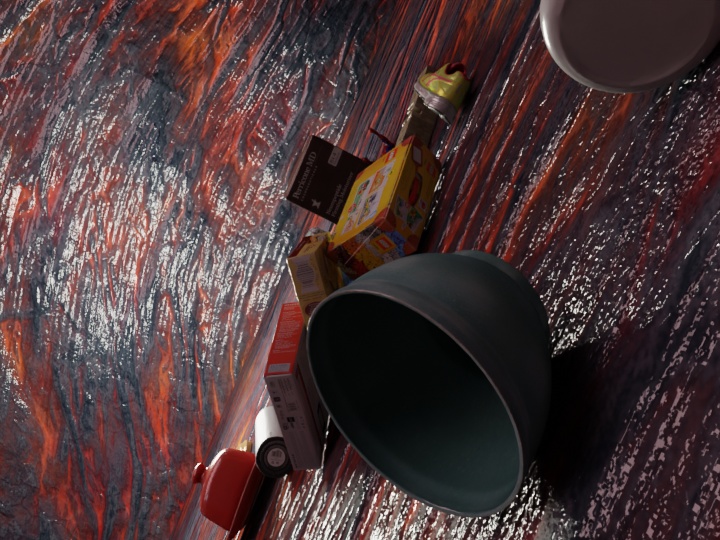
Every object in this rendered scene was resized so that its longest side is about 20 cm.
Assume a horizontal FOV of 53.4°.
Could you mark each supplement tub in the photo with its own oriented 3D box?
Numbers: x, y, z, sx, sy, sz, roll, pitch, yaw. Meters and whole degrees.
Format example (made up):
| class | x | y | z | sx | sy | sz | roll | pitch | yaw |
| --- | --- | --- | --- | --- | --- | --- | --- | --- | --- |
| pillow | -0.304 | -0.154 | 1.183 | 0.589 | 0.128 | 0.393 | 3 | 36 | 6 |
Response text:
| class | x | y | z | sx | sy | sz | roll | pitch | yaw |
| --- | --- | --- | --- | --- | --- | --- | --- | --- | --- |
| supplement tub | 0.220 | -0.259 | 0.578 | 0.141 | 0.137 | 0.204 | -52 | 18 | 52 |

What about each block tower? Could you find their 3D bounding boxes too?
| class | x | y | z | sx | sy | sz | roll | pitch | yaw |
| --- | --- | --- | --- | --- | --- | --- | --- | --- | --- |
| block tower | 0.118 | -0.299 | 1.401 | 0.058 | 0.053 | 0.205 | 139 | 152 | -67 |

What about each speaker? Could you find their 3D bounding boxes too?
| class | x | y | z | sx | sy | sz | roll | pitch | yaw |
| --- | --- | --- | --- | --- | --- | --- | --- | --- | --- |
| speaker | -0.173 | 0.339 | 1.435 | 0.083 | 0.079 | 0.200 | -65 | 10 | 1 |

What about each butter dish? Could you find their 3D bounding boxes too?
| class | x | y | z | sx | sy | sz | roll | pitch | yaw |
| --- | --- | --- | --- | --- | --- | --- | --- | --- | --- |
| butter dish | -0.290 | 0.457 | 1.530 | 0.200 | 0.144 | 0.204 | 107 | -176 | -76 |

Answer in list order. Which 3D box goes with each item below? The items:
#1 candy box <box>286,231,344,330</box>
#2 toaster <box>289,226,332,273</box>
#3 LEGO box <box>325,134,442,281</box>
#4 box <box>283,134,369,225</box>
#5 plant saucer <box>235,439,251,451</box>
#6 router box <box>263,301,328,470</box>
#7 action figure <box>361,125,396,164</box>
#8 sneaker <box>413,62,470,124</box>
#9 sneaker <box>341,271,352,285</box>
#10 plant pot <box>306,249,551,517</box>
| class | x | y | z | sx | sy | sz | roll | pitch | yaw |
| --- | --- | --- | --- | --- | --- | --- | --- | --- | --- |
| candy box | -0.059 | 0.053 | 1.182 | 0.116 | 0.054 | 0.206 | -59 | -43 | -69 |
| toaster | -0.109 | -0.030 | 1.818 | 0.132 | 0.112 | 0.200 | -63 | 8 | -4 |
| LEGO box | 0.040 | -0.100 | 1.164 | 0.147 | 0.077 | 0.203 | -28 | 31 | 43 |
| box | -0.068 | -0.212 | 1.754 | 0.170 | 0.196 | 0.164 | -65 | 11 | 5 |
| plant saucer | -0.354 | 0.568 | 1.986 | 0.200 | 0.032 | 0.205 | -156 | 89 | -80 |
| router box | -0.096 | 0.187 | 1.174 | 0.181 | 0.047 | 0.205 | -82 | -17 | -57 |
| action figure | 0.039 | -0.249 | 1.587 | 0.066 | 0.097 | 0.202 | -58 | 11 | 29 |
| sneaker | 0.153 | -0.323 | 1.256 | 0.091 | 0.077 | 0.201 | -54 | 20 | 18 |
| sneaker | 0.000 | 0.000 | 1.360 | 0.144 | 0.081 | 0.201 | -32 | -26 | -4 |
| plant pot | 0.071 | 0.068 | 0.571 | 0.134 | 0.201 | 0.201 | -39 | -7 | -37 |
